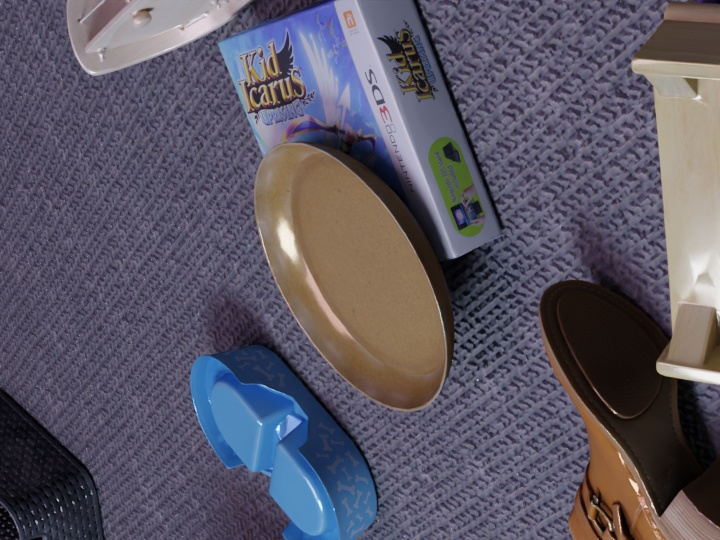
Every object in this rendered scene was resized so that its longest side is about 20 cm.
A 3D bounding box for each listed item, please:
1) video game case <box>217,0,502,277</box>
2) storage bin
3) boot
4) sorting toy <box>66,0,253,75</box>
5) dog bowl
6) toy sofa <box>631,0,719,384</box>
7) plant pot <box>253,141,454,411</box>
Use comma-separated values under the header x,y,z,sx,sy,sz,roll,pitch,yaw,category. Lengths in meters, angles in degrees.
x,y,z,sx,sy,sz,roll,pitch,yaw,category
-0.005,-0.091,1.531,0.200,0.045,0.183,-9,104,60,video game case
-0.350,0.231,2.301,0.200,0.093,0.136,36,141,42,storage bin
0.156,0.117,1.407,0.201,0.073,0.155,57,154,18,boot
-0.145,-0.258,1.586,0.200,0.106,0.181,-27,82,62,sorting toy
-0.059,0.139,1.796,0.200,0.049,0.112,47,147,28,dog bowl
0.204,-0.043,1.208,0.082,0.098,0.201,8,122,28,toy sofa
0.000,0.000,1.526,0.200,0.027,0.201,38,145,33,plant pot
